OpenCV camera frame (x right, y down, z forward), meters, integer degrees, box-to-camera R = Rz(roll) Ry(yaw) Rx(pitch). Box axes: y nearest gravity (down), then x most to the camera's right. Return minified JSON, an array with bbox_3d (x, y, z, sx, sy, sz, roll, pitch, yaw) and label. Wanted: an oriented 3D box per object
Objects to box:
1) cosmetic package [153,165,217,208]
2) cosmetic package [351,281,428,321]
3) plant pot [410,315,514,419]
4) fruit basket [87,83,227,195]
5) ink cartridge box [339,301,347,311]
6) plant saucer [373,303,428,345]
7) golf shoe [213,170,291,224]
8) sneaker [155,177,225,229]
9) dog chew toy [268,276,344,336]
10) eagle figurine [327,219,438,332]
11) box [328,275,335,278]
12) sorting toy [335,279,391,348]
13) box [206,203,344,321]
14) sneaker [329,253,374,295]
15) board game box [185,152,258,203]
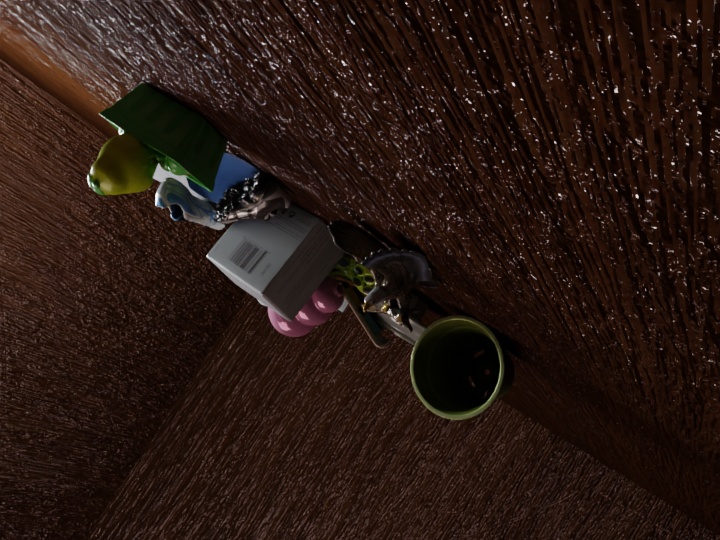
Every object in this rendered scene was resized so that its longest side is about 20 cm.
[{"bbox_3d":[-0.383,-0.228,1.295,0.199,0.052,0.151,26,154,18],"label":"cosmetic package"},{"bbox_3d":[0.060,0.049,1.429,0.199,0.051,0.083,30,173,28],"label":"cosmetic package"},{"bbox_3d":[0.234,0.207,1.248,0.199,0.201,0.189,29,-176,35],"label":"plant pot"},{"bbox_3d":[-0.361,-0.195,1.028,0.215,0.217,0.156,31,173,22],"label":"fruit basket"},{"bbox_3d":[-0.161,0.100,2.849,0.199,0.084,0.145,36,173,-24],"label":"ink cartridge box"},{"bbox_3d":[0.092,0.124,1.391,0.199,0.050,0.200,33,175,3],"label":"plant saucer"},{"bbox_3d":[-0.214,-0.121,1.174,0.094,0.078,0.199,28,154,-34],"label":"golf shoe"},{"bbox_3d":[-0.359,-0.126,1.269,0.071,0.073,0.200,23,172,29],"label":"sneaker"},{"bbox_3d":[-0.116,0.073,1.347,0.199,0.125,0.124,-24,132,37],"label":"dog chew toy"},{"bbox_3d":[0.043,0.005,0.983,0.150,0.152,0.201,-8,124,13],"label":"eagle figurine"},{"bbox_3d":[-0.170,-0.013,1.486,0.122,0.194,0.200,28,172,39],"label":"box"},{"bbox_3d":[0.007,0.095,1.433,0.201,0.036,0.185,53,-176,6],"label":"sorting toy"},{"bbox_3d":[-0.179,-0.035,1.283,0.198,0.201,0.131,29,165,34],"label":"box"},{"bbox_3d":[0.000,0.000,1.363,0.199,0.075,0.083,26,-165,35],"label":"sneaker"},{"bbox_3d":[-0.268,-0.193,1.192,0.156,0.039,0.200,13,154,1],"label":"board game box"}]
